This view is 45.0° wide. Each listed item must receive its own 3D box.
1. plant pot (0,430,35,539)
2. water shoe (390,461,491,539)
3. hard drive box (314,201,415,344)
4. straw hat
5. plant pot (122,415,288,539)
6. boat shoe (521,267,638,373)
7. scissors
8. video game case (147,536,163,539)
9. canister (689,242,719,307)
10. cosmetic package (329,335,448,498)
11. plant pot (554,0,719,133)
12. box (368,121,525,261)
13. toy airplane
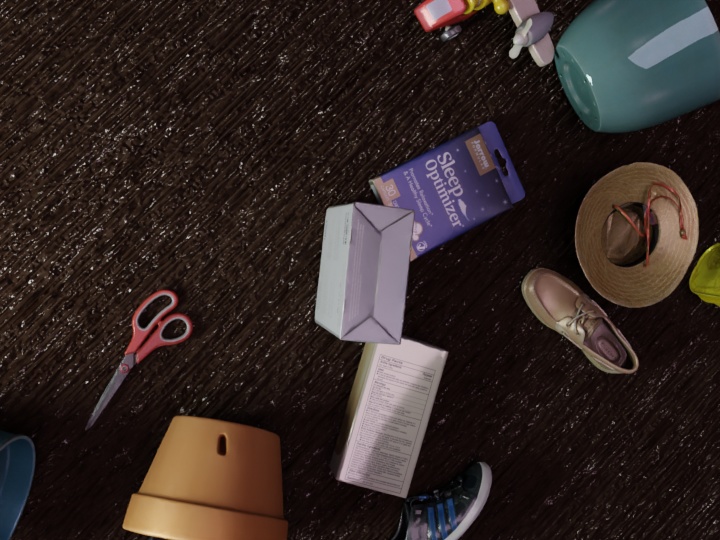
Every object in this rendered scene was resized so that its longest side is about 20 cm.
[{"bbox_3d":[-0.510,0.256,0.997,0.185,0.200,0.203,19,89,3],"label":"plant pot"},{"bbox_3d":[0.098,0.331,1.174,0.079,0.071,0.201,40,84,-8],"label":"water shoe"},{"bbox_3d":[0.000,0.000,1.075,0.076,0.200,0.159,6,92,-12],"label":"hard drive box"},{"bbox_3d":[0.363,-0.049,1.205,0.198,0.085,0.205,0,91,-17],"label":"straw hat"},{"bbox_3d":[-0.176,0.261,1.066,0.197,0.200,0.142,14,73,-11],"label":"plant pot"},{"bbox_3d":[0.310,0.069,1.209,0.199,0.064,0.072,39,85,-10],"label":"boat shoe"},{"bbox_3d":[-0.300,0.111,1.117,0.200,0.014,0.073,-43,102,-6],"label":"scissors"},{"bbox_3d":[-0.234,0.441,1.108,0.143,0.019,0.200,-41,101,21],"label":"video game case"},{"bbox_3d":[0.588,0.048,1.224,0.198,0.148,0.087,31,86,-13],"label":"canister"},{"bbox_3d":[0.036,0.186,1.155,0.104,0.071,0.203,18,89,-11],"label":"cosmetic package"},{"bbox_3d":[0.353,-0.277,1.144,0.159,0.201,0.203,-26,97,2],"label":"plant pot"},{"bbox_3d":[0.124,-0.111,1.182,0.198,0.032,0.122,-28,97,-10],"label":"box"},{"bbox_3d":[0.184,-0.385,1.126,0.197,0.141,0.202,15,89,-11],"label":"toy airplane"}]
